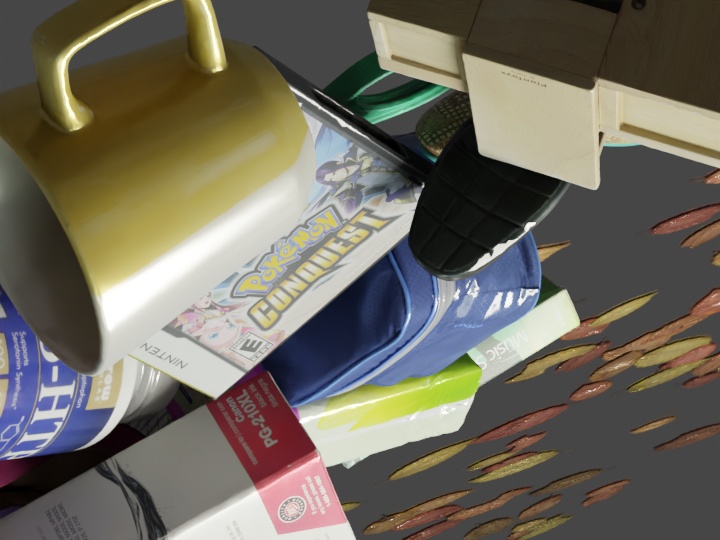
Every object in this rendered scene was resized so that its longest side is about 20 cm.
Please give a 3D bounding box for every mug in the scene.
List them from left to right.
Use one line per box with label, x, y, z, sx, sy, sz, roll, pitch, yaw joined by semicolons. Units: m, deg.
mug;-0.102;-0.051;1.296;0.153;0.150;0.187;-28;175;-22

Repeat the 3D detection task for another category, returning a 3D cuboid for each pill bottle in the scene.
pill bottle;-0.205;0.053;1.558;0.120;0.120;0.200;-32;162;36

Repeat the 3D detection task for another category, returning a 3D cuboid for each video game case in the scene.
video game case;-0.072;-0.021;1.474;0.200;0.026;0.181;-40;139;17

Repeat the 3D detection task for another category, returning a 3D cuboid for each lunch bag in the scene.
lunch bag;0.000;0.000;1.631;0.132;0.136;0.200;-10;163;-36

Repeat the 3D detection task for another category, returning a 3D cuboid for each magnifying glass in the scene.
magnifying glass;-0.022;-0.087;1.517;0.200;0.022;0.080;-26;165;19

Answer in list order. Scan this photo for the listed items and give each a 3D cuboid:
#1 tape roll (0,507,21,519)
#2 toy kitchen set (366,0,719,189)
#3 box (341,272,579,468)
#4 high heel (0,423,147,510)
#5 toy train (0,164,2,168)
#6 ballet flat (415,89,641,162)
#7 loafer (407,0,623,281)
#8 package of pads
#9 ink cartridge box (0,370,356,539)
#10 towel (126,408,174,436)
tape roll;-0.264;0.183;1.774;0.085;0.200;0.200;37;135;-19
toy kitchen set;0.130;-0.155;1.395;0.199;0.181;0.163;17;165;10
box;0.046;0.056;1.878;0.200;0.036;0.144;-32;-156;-6
high heel;-0.192;0.140;1.633;0.199;0.096;0.068;12;120;-34
toy train;-0.176;-0.042;1.437;0.046;0.034;0.200;-36;163;7
ballet flat;0.118;-0.108;1.591;0.200;0.071;0.065;-13;138;-42
loafer;0.098;-0.069;1.499;0.200;0.073;0.072;-50;167;-16
package of pads;-0.041;0.060;1.753;0.199;0.155;0.068;-12;136;-30
ink cartridge box;-0.111;0.176;1.624;0.200;0.084;0.145;-29;139;-7
towel;-0.152;0.150;1.824;0.085;0.166;0.200;31;117;-24
